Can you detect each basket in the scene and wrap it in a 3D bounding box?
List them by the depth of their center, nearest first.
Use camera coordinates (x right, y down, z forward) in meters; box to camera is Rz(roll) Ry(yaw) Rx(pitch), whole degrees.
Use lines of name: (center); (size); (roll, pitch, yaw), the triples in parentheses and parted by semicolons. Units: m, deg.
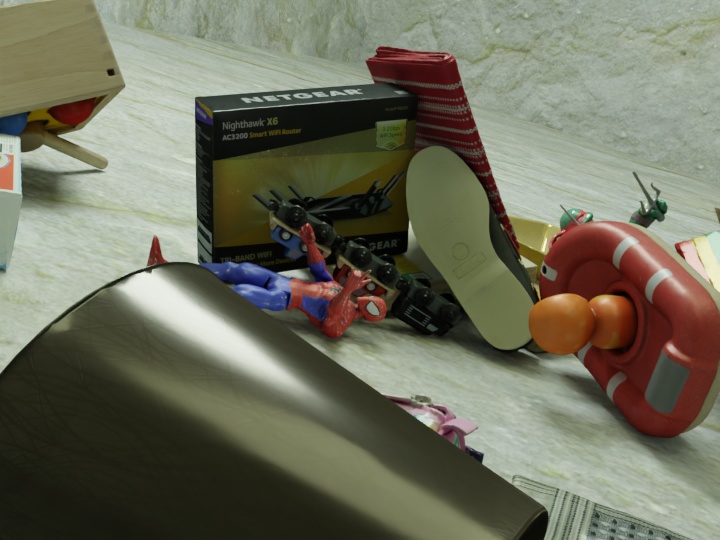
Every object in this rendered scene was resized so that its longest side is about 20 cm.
basket: (-0.035, 0.101, 0.415); (0.200, 0.136, 0.180); (26, 33, 22)

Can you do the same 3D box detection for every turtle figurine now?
turtle figurine: (0.268, -0.012, 0.999); (0.200, 0.101, 0.150); (46, 54, -9)

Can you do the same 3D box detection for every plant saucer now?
plant saucer: (0.220, -0.014, 1.155); (0.200, 0.049, 0.200); (8, 16, -40)

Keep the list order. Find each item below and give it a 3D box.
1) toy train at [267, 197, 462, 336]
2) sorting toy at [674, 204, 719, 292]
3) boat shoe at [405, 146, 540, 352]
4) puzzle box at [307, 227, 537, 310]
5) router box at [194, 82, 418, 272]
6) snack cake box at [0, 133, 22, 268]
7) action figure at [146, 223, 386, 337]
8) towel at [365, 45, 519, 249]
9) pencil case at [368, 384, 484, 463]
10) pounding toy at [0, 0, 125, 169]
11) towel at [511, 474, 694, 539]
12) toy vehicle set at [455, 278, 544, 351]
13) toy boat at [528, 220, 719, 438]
toy train: (0.000, 0.000, 0.853); (0.200, 0.046, 0.034); (32, 15, -16)
sorting toy: (0.333, 0.047, 0.852); (0.069, 0.201, 0.199); (-19, 0, 15)
boat shoe: (0.101, -0.018, 0.895); (0.202, 0.074, 0.063); (63, 11, 12)
puzzle box: (0.055, -0.007, 0.970); (0.199, 0.025, 0.133); (-7, 26, -26)
router box: (-0.049, -0.083, 0.898); (0.199, 0.158, 0.052); (-10, 27, -25)
snack cake box: (-0.350, -0.071, 0.833); (0.115, 0.067, 0.200); (10, 17, -22)
action figure: (-0.067, -0.001, 0.787); (0.199, 0.099, 0.065); (13, 42, -13)
towel: (0.079, -0.118, 0.938); (0.022, 0.200, 0.145); (-33, 26, -18)
pencil case: (-0.035, 0.083, 0.553); (0.200, 0.088, 0.087); (21, 17, 25)
pounding toy: (-0.343, -0.176, 1.026); (0.184, 0.143, 0.200); (-21, 2, -33)
towel: (0.142, 0.172, 0.496); (0.192, 0.035, 0.200); (20, 17, 18)
toy vehicle set: (0.150, 0.027, 1.008); (0.124, 0.027, 0.200); (1, 21, -40)
toy boat: (0.196, 0.041, 0.794); (0.130, 0.131, 0.200); (2, 29, -20)
